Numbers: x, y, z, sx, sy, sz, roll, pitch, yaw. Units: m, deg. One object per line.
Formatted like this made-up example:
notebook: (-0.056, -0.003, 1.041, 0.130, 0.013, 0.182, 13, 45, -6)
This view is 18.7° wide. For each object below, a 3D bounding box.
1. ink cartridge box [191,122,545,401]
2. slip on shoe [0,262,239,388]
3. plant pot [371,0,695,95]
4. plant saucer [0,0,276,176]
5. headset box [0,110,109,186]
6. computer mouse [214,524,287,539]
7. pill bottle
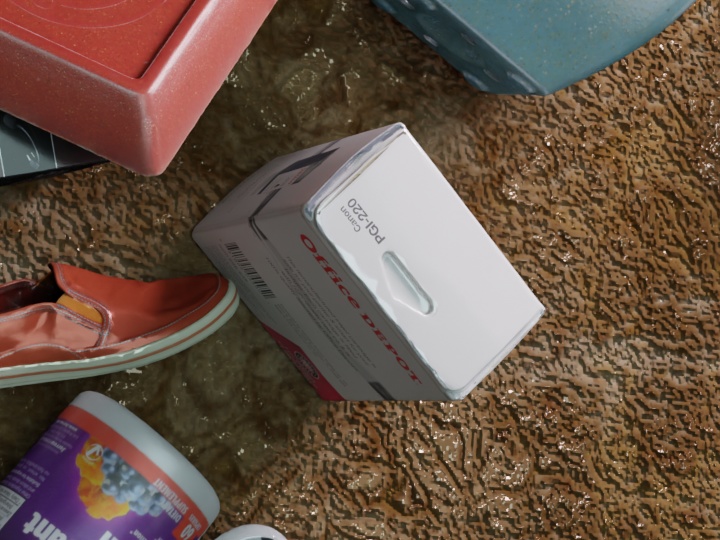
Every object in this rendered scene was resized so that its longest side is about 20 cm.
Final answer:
ink cartridge box: (0.000, 0.000, 1.301, 0.085, 0.200, 0.146, -43, 103, -18)
slip on shoe: (-0.168, 0.025, 1.300, 0.199, 0.074, 0.062, -9, 108, -17)
plant pot: (0.111, -0.221, 1.367, 0.196, 0.196, 0.200, 39, 83, -16)
plant saucer: (-0.156, -0.165, 1.199, 0.199, 0.037, 0.200, 24, 50, 6)
headset box: (-0.252, -0.078, 1.231, 0.199, 0.149, 0.078, -10, 92, -21)
computer mouse: (-0.049, 0.248, 1.360, 0.109, 0.044, 0.201, -21, 102, -17)
pill bottle: (-0.183, 0.179, 1.269, 0.111, 0.111, 0.200, 44, 74, -15)
